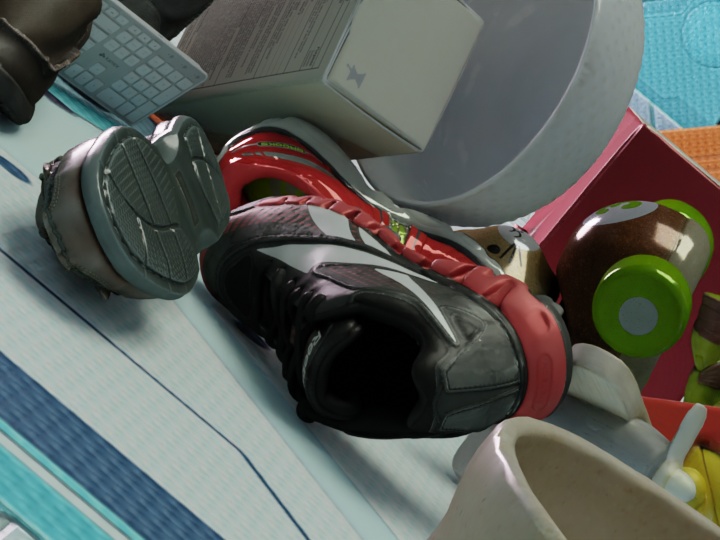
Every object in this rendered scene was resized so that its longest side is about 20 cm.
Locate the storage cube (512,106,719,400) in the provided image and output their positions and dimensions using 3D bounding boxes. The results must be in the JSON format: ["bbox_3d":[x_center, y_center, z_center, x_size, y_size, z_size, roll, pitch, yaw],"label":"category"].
[{"bbox_3d":[0.235,-0.011,1.998,0.200,0.180,0.171,40,8,-4],"label":"storage cube"}]

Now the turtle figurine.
[{"bbox_3d":[0.185,0.096,1.341,0.064,0.162,0.200,19,9,-15],"label":"turtle figurine"}]

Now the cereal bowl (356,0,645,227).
[{"bbox_3d":[0.089,-0.111,1.375,0.083,0.200,0.200,28,13,-36],"label":"cereal bowl"}]

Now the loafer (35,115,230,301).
[{"bbox_3d":[-0.101,-0.019,0.973,0.200,0.063,0.072,-44,115,-79],"label":"loafer"}]

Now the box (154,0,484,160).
[{"bbox_3d":[-0.029,-0.118,1.377,0.078,0.095,0.200,35,-18,-28],"label":"box"}]

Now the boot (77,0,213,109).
[{"bbox_3d":[-0.092,-0.189,1.378,0.072,0.200,0.182,36,8,-15],"label":"boot"}]

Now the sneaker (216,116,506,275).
[{"bbox_3d":[0.000,0.000,1.304,0.200,0.077,0.085,35,27,0],"label":"sneaker"}]

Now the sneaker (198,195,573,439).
[{"bbox_3d":[-0.009,0.021,1.037,0.200,0.071,0.098,23,31,38],"label":"sneaker"}]

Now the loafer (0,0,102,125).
[{"bbox_3d":[-0.165,-0.124,1.148,0.073,0.071,0.200,38,7,-9],"label":"loafer"}]

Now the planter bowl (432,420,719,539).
[{"bbox_3d":[0.059,0.141,0.414,0.200,0.135,0.200,39,8,-7],"label":"planter bowl"}]

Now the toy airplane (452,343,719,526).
[{"bbox_3d":[0.133,0.107,1.108,0.200,0.142,0.199,28,-27,-20],"label":"toy airplane"}]

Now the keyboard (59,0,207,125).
[{"bbox_3d":[-0.161,-0.135,1.258,0.200,0.056,0.011,37,25,-46],"label":"keyboard"}]

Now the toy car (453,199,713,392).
[{"bbox_3d":[0.091,0.004,1.416,0.200,0.158,0.164,27,20,5],"label":"toy car"}]
